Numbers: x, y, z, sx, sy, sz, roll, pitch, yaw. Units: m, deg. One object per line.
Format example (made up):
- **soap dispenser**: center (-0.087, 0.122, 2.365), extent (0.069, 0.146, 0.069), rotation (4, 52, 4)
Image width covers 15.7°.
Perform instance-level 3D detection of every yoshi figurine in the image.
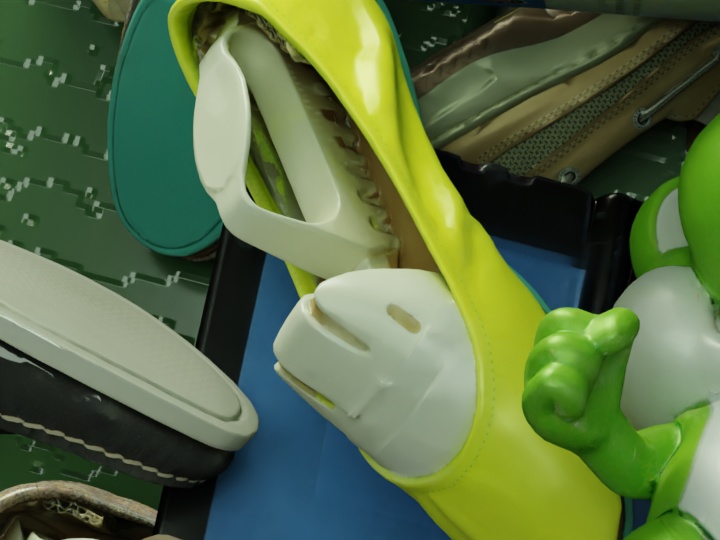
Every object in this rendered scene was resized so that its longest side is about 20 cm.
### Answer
- **yoshi figurine**: center (0.098, 0.029, 0.590), extent (0.112, 0.112, 0.200), rotation (-27, 36, 19)

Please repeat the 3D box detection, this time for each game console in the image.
- **game console**: center (0.047, 0.054, 0.690), extent (0.172, 0.119, 0.200), rotation (-10, 62, 47)

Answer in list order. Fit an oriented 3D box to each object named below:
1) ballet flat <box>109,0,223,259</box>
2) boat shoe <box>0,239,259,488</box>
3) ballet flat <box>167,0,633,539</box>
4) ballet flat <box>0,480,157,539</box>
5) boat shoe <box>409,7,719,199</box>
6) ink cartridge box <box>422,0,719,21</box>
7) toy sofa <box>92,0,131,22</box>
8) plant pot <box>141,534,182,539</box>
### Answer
- **ballet flat**: center (-0.027, -0.093, 0.778), extent (0.068, 0.200, 0.067), rotation (30, 39, 18)
- **boat shoe**: center (-0.126, 0.015, 0.694), extent (0.200, 0.074, 0.060), rotation (25, 99, -4)
- **ballet flat**: center (0.000, 0.000, 0.675), extent (0.067, 0.067, 0.200), rotation (-48, 53, 36)
- **ballet flat**: center (-0.030, 0.113, 0.753), extent (0.200, 0.067, 0.068), rotation (18, 78, 15)
- **boat shoe**: center (0.097, -0.065, 0.794), extent (0.200, 0.072, 0.076), rotation (-30, 96, 4)
- **ink cartridge box**: center (0.107, -0.110, 0.680), extent (0.200, 0.145, 0.084), rotation (5, 90, 5)
- **toy sofa**: center (-0.021, -0.165, 0.838), extent (0.200, 0.098, 0.083), rotation (-37, 46, -2)
- **plant pot**: center (-0.074, 0.159, 0.603), extent (0.175, 0.200, 0.200), rotation (-39, 71, -10)
